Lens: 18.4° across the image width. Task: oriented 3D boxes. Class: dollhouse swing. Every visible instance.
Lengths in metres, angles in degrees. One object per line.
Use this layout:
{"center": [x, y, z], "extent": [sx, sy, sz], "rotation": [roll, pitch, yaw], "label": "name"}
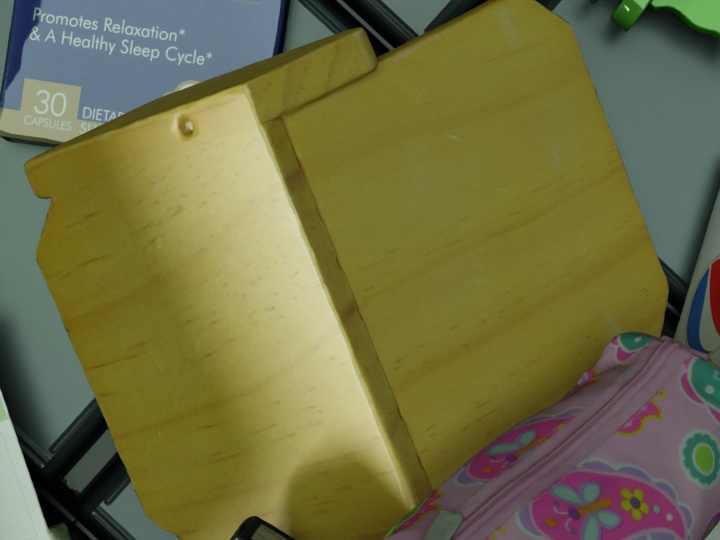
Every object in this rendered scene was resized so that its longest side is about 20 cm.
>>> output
{"center": [0.000, 0.000, 0.950], "extent": [0.181, 0.176, 0.201], "rotation": [-15, 103, 38], "label": "dollhouse swing"}

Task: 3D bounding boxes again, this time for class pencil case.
{"center": [0.068, 0.100, 0.832], "extent": [0.200, 0.087, 0.088], "rotation": [-34, 88, -36], "label": "pencil case"}

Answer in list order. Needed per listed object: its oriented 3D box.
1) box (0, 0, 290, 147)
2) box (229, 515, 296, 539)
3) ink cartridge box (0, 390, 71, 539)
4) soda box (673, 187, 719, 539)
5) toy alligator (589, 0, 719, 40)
{"center": [-0.087, -0.149, 0.979], "extent": [0.120, 0.032, 0.202], "rotation": [8, 88, 1], "label": "box"}
{"center": [-0.002, 0.216, 0.870], "extent": [0.199, 0.051, 0.158], "rotation": [32, 97, 2], "label": "box"}
{"center": [-0.197, 0.135, 0.967], "extent": [0.144, 0.048, 0.202], "rotation": [-19, 87, 0], "label": "ink cartridge box"}
{"center": [0.170, 0.055, 0.946], "extent": [0.068, 0.064, 0.202], "rotation": [17, 90, -19], "label": "soda box"}
{"center": [0.097, -0.172, 0.961], "extent": [0.054, 0.059, 0.201], "rotation": [-30, 88, 0], "label": "toy alligator"}
